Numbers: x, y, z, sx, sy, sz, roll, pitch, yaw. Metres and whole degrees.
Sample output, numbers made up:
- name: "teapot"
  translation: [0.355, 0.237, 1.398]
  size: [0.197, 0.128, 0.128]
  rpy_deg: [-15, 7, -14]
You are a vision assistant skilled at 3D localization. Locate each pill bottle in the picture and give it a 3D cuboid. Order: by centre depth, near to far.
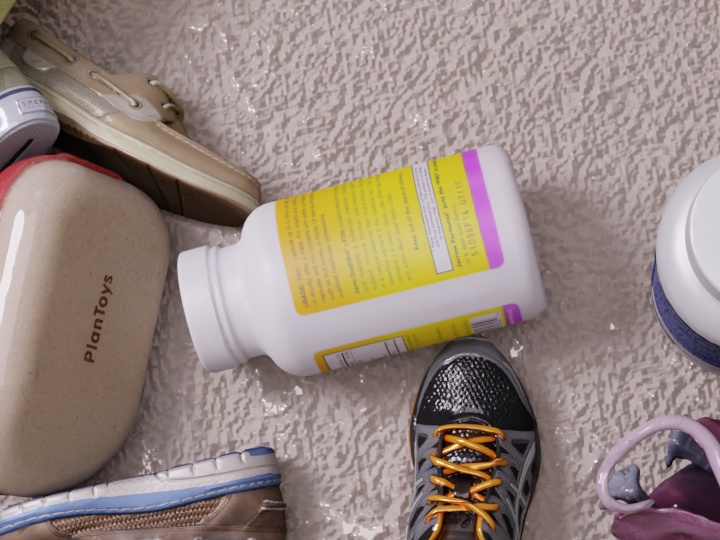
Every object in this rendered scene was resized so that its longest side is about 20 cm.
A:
- name: "pill bottle"
  translation: [0.214, -0.005, 1.060]
  size: [0.111, 0.200, 0.111]
  rpy_deg: [-1, 81, 7]
- name: "pill bottle"
  translation: [0.000, 0.000, 1.134]
  size: [0.200, 0.104, 0.104]
  rpy_deg: [-14, 79, 4]

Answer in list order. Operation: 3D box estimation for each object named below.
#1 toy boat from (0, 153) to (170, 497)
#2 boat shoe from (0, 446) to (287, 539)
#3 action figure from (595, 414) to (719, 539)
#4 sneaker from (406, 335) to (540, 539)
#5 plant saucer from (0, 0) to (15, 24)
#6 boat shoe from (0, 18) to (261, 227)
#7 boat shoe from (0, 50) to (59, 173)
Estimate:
- name: "toy boat"
  translation: [-0.203, 0.032, 1.159]
  size: [0.131, 0.130, 0.200]
  rpy_deg: [5, 79, 38]
- name: "boat shoe"
  translation: [-0.140, 0.159, 1.140]
  size: [0.200, 0.072, 0.072]
  rpy_deg: [-15, 81, 4]
- name: "action figure"
  translation: [0.237, 0.156, 1.066]
  size: [0.134, 0.149, 0.200]
  rpy_deg: [-43, 65, -8]
- name: "sneaker"
  translation: [0.062, 0.135, 1.118]
  size: [0.078, 0.077, 0.200]
  rpy_deg: [0, 79, 8]
- name: "plant saucer"
  translation: [-0.260, -0.148, 1.162]
  size: [0.048, 0.200, 0.200]
  rpy_deg: [36, 78, -27]
- name: "boat shoe"
  translation: [-0.139, -0.091, 1.184]
  size: [0.200, 0.072, 0.065]
  rpy_deg: [27, 73, 16]
- name: "boat shoe"
  translation: [-0.257, -0.050, 1.174]
  size: [0.200, 0.072, 0.062]
  rpy_deg: [-41, 66, 21]
